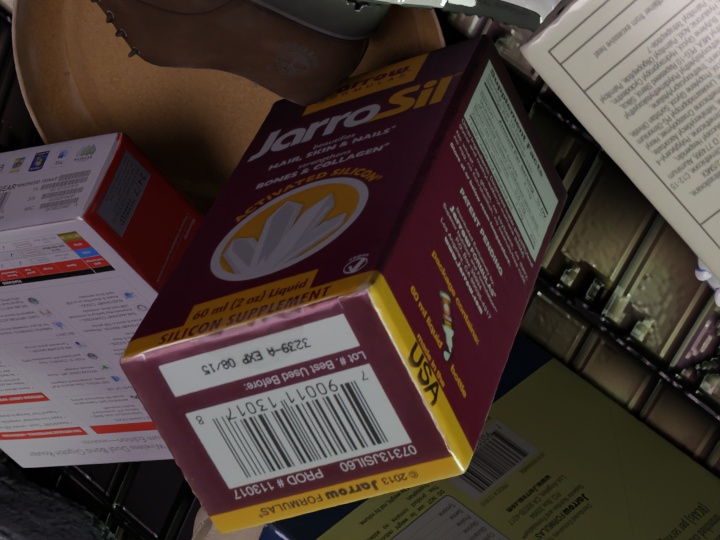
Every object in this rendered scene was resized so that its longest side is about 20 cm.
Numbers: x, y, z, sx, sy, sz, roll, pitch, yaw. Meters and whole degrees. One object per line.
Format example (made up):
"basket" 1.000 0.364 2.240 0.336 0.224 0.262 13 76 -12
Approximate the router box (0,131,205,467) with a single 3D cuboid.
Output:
"router box" -0.138 0.021 1.047 0.199 0.049 0.180 -6 140 37

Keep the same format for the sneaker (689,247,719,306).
"sneaker" 0.173 0.000 0.846 0.085 0.077 0.201 13 131 42

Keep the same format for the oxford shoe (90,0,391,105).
"oxford shoe" -0.091 -0.124 0.907 0.199 0.073 0.085 29 126 -1

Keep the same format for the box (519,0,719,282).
"box" 0.154 -0.031 0.682 0.095 0.078 0.200 -38 96 31

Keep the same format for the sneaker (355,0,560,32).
"sneaker" 0.037 -0.139 0.850 0.074 0.199 0.080 -120 40 -64

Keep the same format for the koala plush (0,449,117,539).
"koala plush" -0.247 0.205 1.199 0.183 0.177 0.201 35 128 32

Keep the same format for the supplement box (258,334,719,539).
"supplement box" 0.072 0.165 0.917 0.199 0.200 0.135 36 127 18

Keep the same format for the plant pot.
"plant pot" -0.055 -0.092 0.974 0.199 0.028 0.201 7 122 12

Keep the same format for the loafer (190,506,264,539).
"loafer" -0.033 0.121 1.027 0.075 0.069 0.200 20 149 -9

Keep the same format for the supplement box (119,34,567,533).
"supplement box" 0.000 0.000 0.876 0.110 0.200 0.086 -16 116 25
